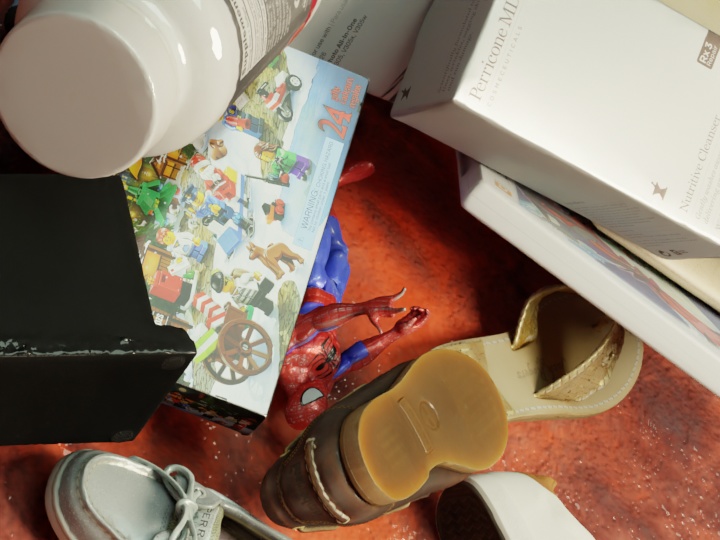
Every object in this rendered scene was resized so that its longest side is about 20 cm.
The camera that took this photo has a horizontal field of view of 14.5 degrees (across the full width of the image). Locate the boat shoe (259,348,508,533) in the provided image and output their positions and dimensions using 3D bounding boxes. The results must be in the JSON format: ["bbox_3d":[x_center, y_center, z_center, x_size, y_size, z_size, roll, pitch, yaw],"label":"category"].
[{"bbox_3d":[0.012,0.089,1.461,0.200,0.070,0.070,-12,77,-64],"label":"boat shoe"}]

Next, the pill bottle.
[{"bbox_3d":[-0.097,-0.120,1.346,0.111,0.111,0.200,45,32,-5],"label":"pill bottle"}]

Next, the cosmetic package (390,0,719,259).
[{"bbox_3d":[0.130,-0.095,1.555,0.200,0.081,0.113,25,77,-25],"label":"cosmetic package"}]

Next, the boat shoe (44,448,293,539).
[{"bbox_3d":[-0.061,0.146,1.381,0.202,0.065,0.074,37,42,-13],"label":"boat shoe"}]

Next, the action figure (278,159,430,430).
[{"bbox_3d":[0.000,0.000,1.519,0.065,0.099,0.200,55,33,-42],"label":"action figure"}]

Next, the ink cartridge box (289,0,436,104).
[{"bbox_3d":[0.033,-0.155,1.640,0.200,0.084,0.146,22,24,-27],"label":"ink cartridge box"}]

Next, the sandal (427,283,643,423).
[{"bbox_3d":[0.117,0.042,1.613,0.212,0.070,0.078,-17,73,-47],"label":"sandal"}]

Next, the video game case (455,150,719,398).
[{"bbox_3d":[0.139,-0.009,1.634,0.200,0.023,0.182,36,13,-9],"label":"video game case"}]

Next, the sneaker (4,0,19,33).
[{"bbox_3d":[-0.117,-0.080,1.516,0.090,0.078,0.200,-39,85,-30],"label":"sneaker"}]

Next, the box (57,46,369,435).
[{"bbox_3d":[-0.087,-0.032,1.445,0.137,0.038,0.200,21,65,-11],"label":"box"}]

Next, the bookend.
[{"bbox_3d":[-0.203,-0.024,1.334,0.199,0.092,0.200,-1,60,-28],"label":"bookend"}]

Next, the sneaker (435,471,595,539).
[{"bbox_3d":[0.119,0.191,1.499,0.085,0.073,0.200,-6,63,-41],"label":"sneaker"}]

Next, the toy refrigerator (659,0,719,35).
[{"bbox_3d":[0.216,-0.133,1.673,0.200,0.076,0.070,44,73,-34],"label":"toy refrigerator"}]

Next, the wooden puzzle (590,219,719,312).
[{"bbox_3d":[0.189,-0.027,1.717,0.185,0.037,0.200,33,17,-18],"label":"wooden puzzle"}]
